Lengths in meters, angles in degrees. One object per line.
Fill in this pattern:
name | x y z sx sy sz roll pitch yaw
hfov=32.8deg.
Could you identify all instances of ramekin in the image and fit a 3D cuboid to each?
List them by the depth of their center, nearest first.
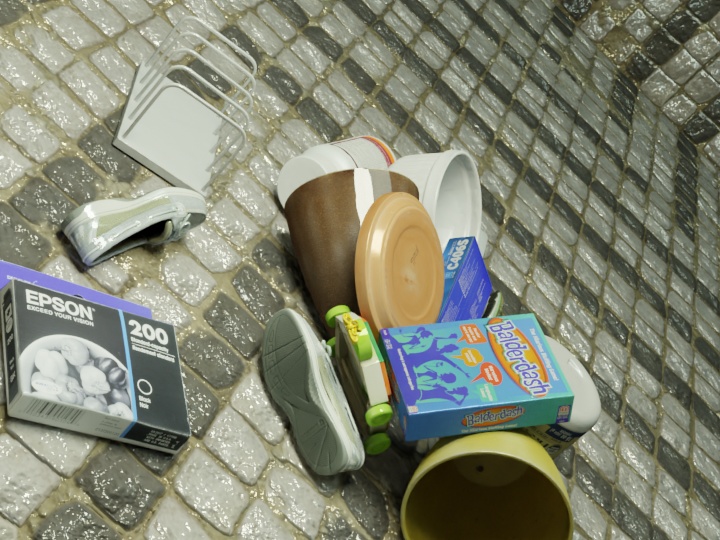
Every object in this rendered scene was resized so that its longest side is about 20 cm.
ramekin | 0.098 -0.077 1.800 0.200 0.104 0.204 5 90 -65

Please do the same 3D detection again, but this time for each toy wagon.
toy wagon | 0.000 0.117 1.448 0.039 0.201 0.156 -16 57 -13

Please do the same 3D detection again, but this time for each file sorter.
file sorter | -0.221 -0.222 1.613 0.138 0.124 0.201 34 31 -23

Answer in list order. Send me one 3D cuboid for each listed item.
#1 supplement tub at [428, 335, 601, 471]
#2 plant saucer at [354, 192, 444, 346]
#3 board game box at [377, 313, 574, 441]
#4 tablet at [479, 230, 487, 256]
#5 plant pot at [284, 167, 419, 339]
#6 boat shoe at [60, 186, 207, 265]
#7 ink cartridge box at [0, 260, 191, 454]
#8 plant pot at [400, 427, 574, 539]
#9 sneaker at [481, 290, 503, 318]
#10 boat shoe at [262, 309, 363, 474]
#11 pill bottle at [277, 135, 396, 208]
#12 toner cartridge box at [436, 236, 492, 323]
supplement tub | 0.195 0.193 1.575 0.143 0.200 0.145 31 32 -22
plant saucer | 0.056 0.003 1.525 0.199 0.032 0.204 7 82 -59
board game box | 0.132 0.122 1.431 0.197 0.045 0.153 -5 37 -12
tablet | 0.135 -0.096 2.049 0.200 0.014 0.130 42 29 -9
plant pot | 0.000 0.000 1.608 0.185 0.186 0.203 16 57 -42
boat shoe | -0.253 -0.049 1.415 0.201 0.074 0.065 -12 68 -53
ink cartridge box | -0.274 0.078 1.254 0.197 0.043 0.202 21 37 -39
plant pot | 0.152 0.255 1.449 0.199 0.200 0.142 39 26 -12
sneaker | 0.195 0.112 1.830 0.089 0.076 0.201 49 31 -23
boat shoe | -0.054 0.141 1.430 0.064 0.074 0.204 8 51 -56
pill bottle | -0.032 -0.131 1.767 0.110 0.110 0.199 51 29 9
toner cartridge box | 0.127 0.051 1.689 0.096 0.043 0.201 66 33 -30
